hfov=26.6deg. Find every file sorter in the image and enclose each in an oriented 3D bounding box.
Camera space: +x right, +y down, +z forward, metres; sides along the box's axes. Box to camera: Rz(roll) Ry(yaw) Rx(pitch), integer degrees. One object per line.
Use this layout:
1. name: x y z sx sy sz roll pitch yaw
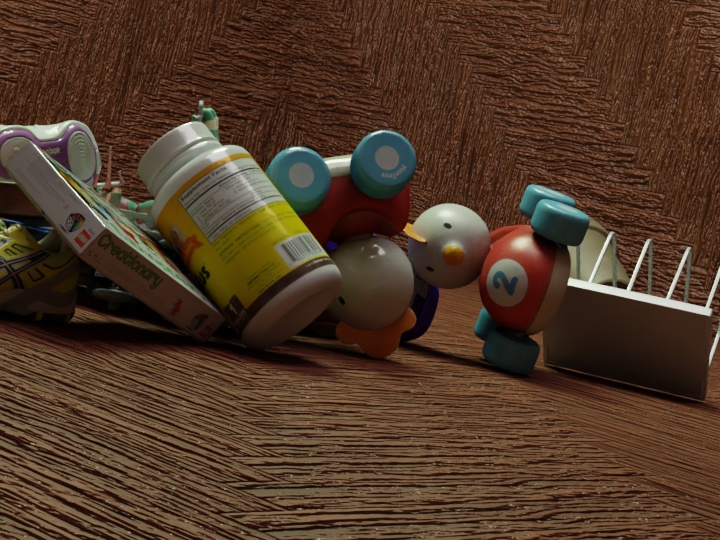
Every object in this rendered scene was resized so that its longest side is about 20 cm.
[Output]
1. file sorter: 0.329 0.042 1.804 0.198 0.140 0.125 13 47 21

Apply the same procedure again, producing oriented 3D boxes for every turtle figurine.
1. turtle figurine: -0.194 -0.086 1.547 0.149 0.101 0.200 -31 -5 -11

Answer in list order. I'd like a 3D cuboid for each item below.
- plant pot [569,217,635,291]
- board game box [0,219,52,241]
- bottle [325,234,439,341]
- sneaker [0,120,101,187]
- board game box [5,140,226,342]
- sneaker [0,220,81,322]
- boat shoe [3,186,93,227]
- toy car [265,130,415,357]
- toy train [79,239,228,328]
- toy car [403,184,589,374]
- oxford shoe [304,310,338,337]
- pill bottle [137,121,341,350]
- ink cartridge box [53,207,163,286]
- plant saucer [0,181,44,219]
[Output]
1. plant pot: 0.377 0.026 2.581 0.199 0.202 0.175 10 20 -26
2. board game box: -0.391 -0.029 1.669 0.151 0.045 0.199 13 4 31
3. bottle: 0.000 0.000 1.703 0.199 0.084 0.065 36 -34 -29
4. sneaker: -0.356 -0.126 1.616 0.099 0.076 0.200 5 0 29
5. board game box: -0.204 -0.020 1.283 0.126 0.035 0.200 45 1 33
6. sneaker: -0.307 -0.005 1.220 0.075 0.077 0.199 14 4 32
7. boat shoe: -0.393 -0.091 1.727 0.200 0.075 0.065 4 6 8
8. toy car: -0.019 -0.008 1.515 0.175 0.202 0.184 -12 -12 -18
9. toy train: -0.176 0.012 1.472 0.198 0.086 0.114 9 -10 0
10. toy car: 0.123 -0.014 1.681 0.198 0.186 0.177 18 12 -6
11. oxford shoe: -0.086 0.026 1.608 0.199 0.072 0.071 7 6 -39
12. pill bottle: -0.114 -0.035 1.369 0.200 0.109 0.109 52 15 14
13. ink cartridge box: -0.232 -0.033 1.547 0.159 0.048 0.200 11 -26 -8
14. plant saucer: -0.387 -0.074 1.587 0.198 0.035 0.200 4 -1 0
